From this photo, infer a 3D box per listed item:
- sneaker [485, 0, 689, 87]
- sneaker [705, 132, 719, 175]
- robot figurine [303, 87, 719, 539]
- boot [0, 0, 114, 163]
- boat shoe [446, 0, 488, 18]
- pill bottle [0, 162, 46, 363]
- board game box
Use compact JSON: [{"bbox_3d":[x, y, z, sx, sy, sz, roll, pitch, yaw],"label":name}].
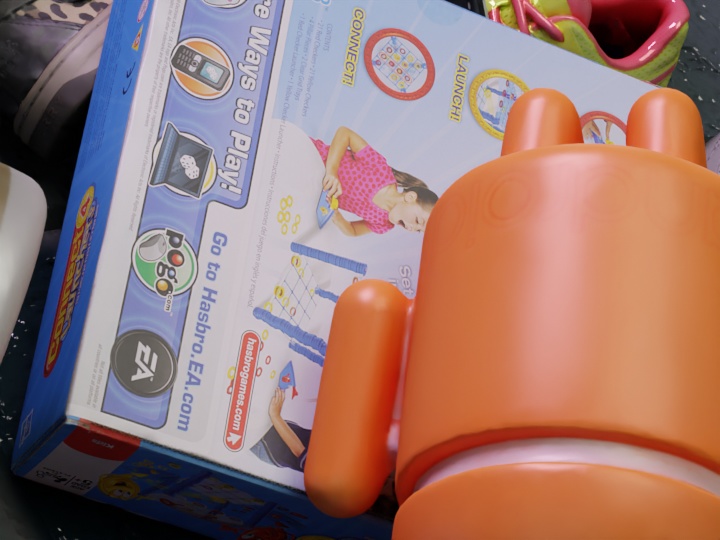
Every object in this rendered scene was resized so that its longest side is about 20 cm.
[{"bbox_3d":[0.048,-0.094,1.046,0.199,0.090,0.078,-1,51,-36],"label":"sneaker"},{"bbox_3d":[0.156,0.007,1.024,0.074,0.082,0.201,18,40,-21],"label":"sneaker"},{"bbox_3d":[0.067,0.043,0.793,0.143,0.117,0.201,19,59,-22],"label":"robot figurine"},{"bbox_3d":[-0.126,-0.137,0.979,0.150,0.073,0.200,34,42,-1],"label":"boot"},{"bbox_3d":[-0.002,-0.149,0.961,0.074,0.062,0.201,-24,101,-16],"label":"boat shoe"},{"bbox_3d":[-0.200,-0.013,0.747,0.199,0.111,0.111,23,38,-14],"label":"pill bottle"},{"bbox_3d":[0.000,0.000,0.880,0.195,0.056,0.201,20,59,-19],"label":"board game box"}]
